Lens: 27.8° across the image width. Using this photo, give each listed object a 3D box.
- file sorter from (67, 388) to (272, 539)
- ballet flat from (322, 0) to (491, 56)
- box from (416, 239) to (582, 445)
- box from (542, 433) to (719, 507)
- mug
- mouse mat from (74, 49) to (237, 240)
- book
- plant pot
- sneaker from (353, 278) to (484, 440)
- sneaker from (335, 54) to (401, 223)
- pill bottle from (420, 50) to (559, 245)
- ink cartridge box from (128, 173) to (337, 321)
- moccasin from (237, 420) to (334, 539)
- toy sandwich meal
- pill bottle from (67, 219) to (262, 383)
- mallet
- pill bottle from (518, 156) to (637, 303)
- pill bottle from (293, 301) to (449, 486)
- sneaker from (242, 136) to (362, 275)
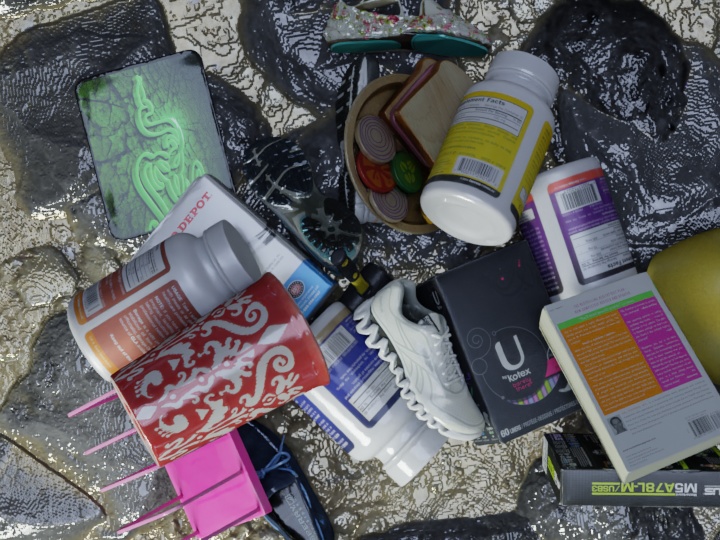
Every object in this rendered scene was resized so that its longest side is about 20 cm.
[{"bbox_3d":[-0.221,0.215,1.632,0.138,0.125,0.202,-27,86,44],"label":"file sorter"},{"bbox_3d":[0.055,-0.288,1.697,0.197,0.076,0.065,2,80,0],"label":"ballet flat"},{"bbox_3d":[0.159,0.084,1.651,0.121,0.106,0.202,-22,87,-14],"label":"box"},{"bbox_3d":[0.305,0.218,1.606,0.191,0.200,0.048,2,95,1],"label":"box"},{"bbox_3d":[-0.147,0.120,1.531,0.199,0.178,0.134,-30,61,-14],"label":"mug"},{"bbox_3d":[-0.244,-0.150,1.734,0.159,0.008,0.202,-15,89,1],"label":"mouse mat"},{"bbox_3d":[0.293,0.109,1.540,0.132,0.048,0.201,-20,63,-11],"label":"book"},{"bbox_3d":[0.397,0.038,1.630,0.141,0.200,0.203,5,88,27],"label":"plant pot"},{"bbox_3d":[0.075,0.098,1.602,0.081,0.075,0.201,-45,75,29],"label":"sneaker"},{"bbox_3d":[0.016,-0.151,1.702,0.079,0.074,0.203,0,89,-19],"label":"sneaker"},{"bbox_3d":[0.150,-0.138,1.603,0.110,0.111,0.201,24,69,2],"label":"pill bottle"},{"bbox_3d":[-0.147,0.006,1.684,0.200,0.084,0.146,41,94,3],"label":"ink cartridge box"},{"bbox_3d":[-0.092,0.249,1.684,0.080,0.068,0.200,-42,87,0],"label":"moccasin"},{"bbox_3d":[0.072,-0.141,1.653,0.203,0.070,0.208,7,78,-35],"label":"toy sandwich meal"},{"bbox_3d":[-0.211,0.031,1.592,0.199,0.112,0.113,-30,87,9],"label":"pill bottle"},{"bbox_3d":[0.000,0.000,1.628,0.041,0.200,0.066,38,79,16],"label":"mallet"},{"bbox_3d":[0.251,-0.018,1.660,0.110,0.111,0.202,-18,88,1],"label":"pill bottle"},{"bbox_3d":[0.005,0.145,1.659,0.200,0.120,0.120,44,90,3],"label":"pill bottle"},{"bbox_3d":[-0.072,-0.069,1.691,0.077,0.087,0.200,-31,63,-14],"label":"sneaker"}]
